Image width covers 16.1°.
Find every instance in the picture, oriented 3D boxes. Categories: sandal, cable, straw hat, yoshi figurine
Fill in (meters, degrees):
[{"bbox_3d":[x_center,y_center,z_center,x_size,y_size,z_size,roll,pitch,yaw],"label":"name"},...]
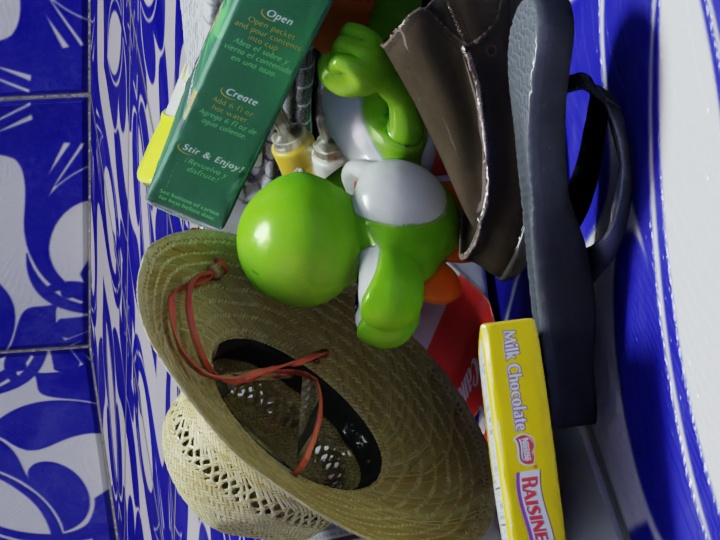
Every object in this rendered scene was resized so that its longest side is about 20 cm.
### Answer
[{"bbox_3d":[0.088,-0.027,1.034,0.076,0.043,0.200,-96,-2,-53],"label":"sandal"},{"bbox_3d":[0.000,0.000,1.335,0.097,0.050,0.200,37,159,34],"label":"cable"},{"bbox_3d":[-0.041,0.078,1.174,0.085,0.201,0.201,-49,34,26],"label":"straw hat"},{"bbox_3d":[-0.009,-0.059,1.190,0.112,0.112,0.200,41,-139,-46],"label":"yoshi figurine"}]

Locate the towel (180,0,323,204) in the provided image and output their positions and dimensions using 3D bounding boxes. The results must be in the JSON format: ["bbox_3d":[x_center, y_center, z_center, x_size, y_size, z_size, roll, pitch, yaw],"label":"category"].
[{"bbox_3d":[-0.049,-0.159,1.358,0.166,0.086,0.200,-102,12,-47],"label":"towel"}]

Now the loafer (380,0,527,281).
[{"bbox_3d":[0.043,-0.094,1.141,0.073,0.071,0.200,143,123,-78],"label":"loafer"}]

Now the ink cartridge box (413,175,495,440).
[{"bbox_3d":[0.029,0.016,1.334,0.161,0.050,0.200,109,158,-65],"label":"ink cartridge box"}]

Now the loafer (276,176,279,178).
[{"bbox_3d":[-0.016,-0.071,1.470,0.070,0.075,0.200,114,151,-77],"label":"loafer"}]

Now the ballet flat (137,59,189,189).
[{"bbox_3d":[-0.073,-0.107,1.525,0.067,0.200,0.067,0,111,36],"label":"ballet flat"}]

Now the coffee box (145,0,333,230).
[{"bbox_3d":[-0.039,-0.129,1.185,0.123,0.044,0.200,-75,10,-48],"label":"coffee box"}]

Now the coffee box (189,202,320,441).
[{"bbox_3d":[-0.042,0.037,1.548,0.080,0.114,0.200,172,95,-79],"label":"coffee box"}]

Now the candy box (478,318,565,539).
[{"bbox_3d":[0.067,0.078,1.079,0.200,0.026,0.102,65,-165,-84],"label":"candy box"}]

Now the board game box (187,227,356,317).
[{"bbox_3d":[-0.027,0.029,1.343,0.103,0.019,0.200,56,161,-20],"label":"board game box"}]

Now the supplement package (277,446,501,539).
[{"bbox_3d":[0.023,0.186,1.211,0.114,0.109,0.200,84,175,-46],"label":"supplement package"}]
